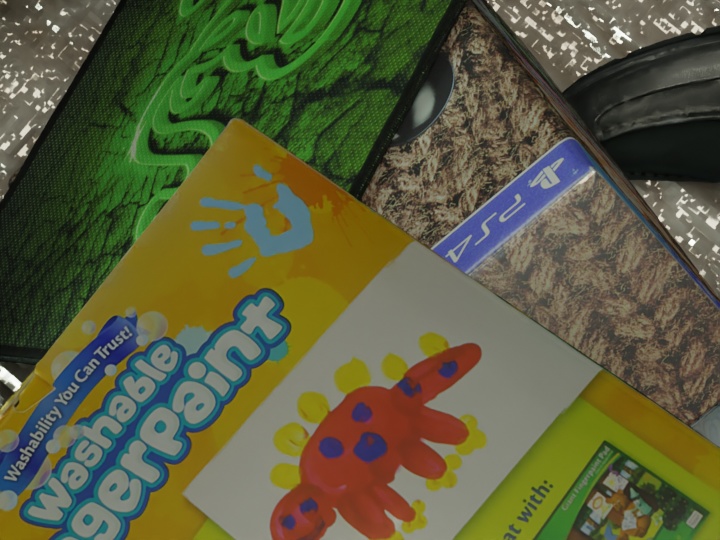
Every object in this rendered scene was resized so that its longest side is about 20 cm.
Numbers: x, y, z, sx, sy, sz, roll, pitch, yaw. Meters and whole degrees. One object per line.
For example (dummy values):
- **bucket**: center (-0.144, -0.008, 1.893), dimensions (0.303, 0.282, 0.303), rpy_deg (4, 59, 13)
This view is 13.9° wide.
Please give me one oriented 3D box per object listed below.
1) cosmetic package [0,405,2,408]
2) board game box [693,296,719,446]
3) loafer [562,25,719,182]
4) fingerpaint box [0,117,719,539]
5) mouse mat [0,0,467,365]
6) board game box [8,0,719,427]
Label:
- **cosmetic package**: center (-0.117, 0.153, 0.858), dimensions (0.167, 0.200, 0.167), rpy_deg (-40, 108, -9)
- **board game box**: center (0.097, 0.108, 0.900), dimensions (0.043, 0.199, 0.201), rpy_deg (-2, 93, -43)
- **loafer**: center (0.164, -0.046, 1.001), dimensions (0.200, 0.068, 0.071), rpy_deg (-4, 72, -9)
- **fingerpaint box**: center (-0.023, 0.095, 0.683), dimensions (0.167, 0.073, 0.200), rpy_deg (34, 72, 11)
- **mouse mat**: center (-0.040, -0.053, 0.895), dimensions (0.008, 0.161, 0.200), rpy_deg (46, 61, -35)
- **board game box**: center (0.000, 0.000, 0.892), dimensions (0.159, 0.200, 0.097), rpy_deg (-40, 126, 6)
